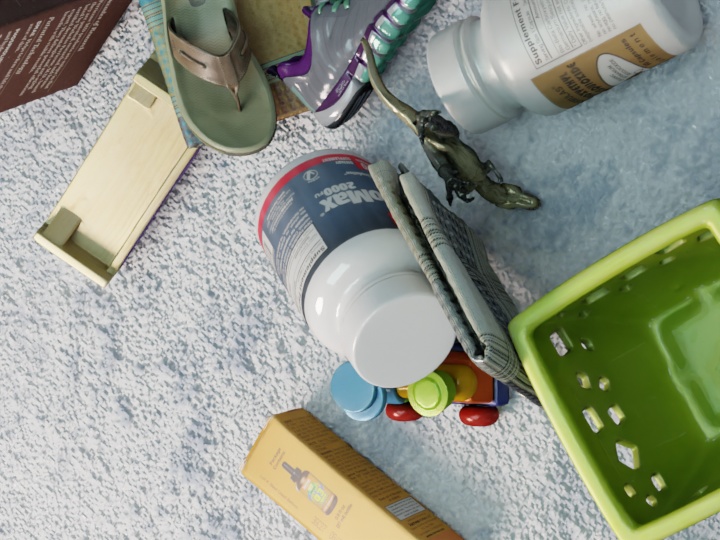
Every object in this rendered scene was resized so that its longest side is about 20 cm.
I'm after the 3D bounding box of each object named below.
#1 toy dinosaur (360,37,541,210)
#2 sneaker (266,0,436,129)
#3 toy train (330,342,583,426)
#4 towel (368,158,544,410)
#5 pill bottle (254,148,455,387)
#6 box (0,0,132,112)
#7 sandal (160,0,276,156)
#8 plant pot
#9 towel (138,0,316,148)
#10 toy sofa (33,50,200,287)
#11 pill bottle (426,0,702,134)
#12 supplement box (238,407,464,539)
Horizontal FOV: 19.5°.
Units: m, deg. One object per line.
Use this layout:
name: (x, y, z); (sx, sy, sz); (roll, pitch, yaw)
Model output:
toy dinosaur: (0.065, -0.102, 1.684); (0.047, 0.088, 0.200); (-43, 102, 12)
sneaker: (0.001, -0.216, 1.736); (0.087, 0.074, 0.200); (38, 109, 5)
toy train: (0.082, 0.092, 1.716); (0.199, 0.116, 0.085); (2, 98, 28)
towel: (0.091, 0.011, 1.638); (0.034, 0.192, 0.201); (-35, 62, 12)
pill bottle: (0.000, 0.000, 1.700); (0.120, 0.119, 0.200); (-59, 37, 21)
box: (-0.330, -0.245, 1.827); (0.166, 0.200, 0.164); (52, 135, 10)
sandal: (-0.128, -0.191, 1.756); (0.079, 0.057, 0.202); (-18, 89, -4)
plant pot: (0.262, 0.069, 1.579); (0.199, 0.181, 0.200); (-32, 80, 28)
towel: (-0.111, -0.220, 1.798); (0.146, 0.022, 0.201); (-17, 89, -4)
toy sofa: (-0.202, -0.093, 1.877); (0.083, 0.098, 0.200); (34, 112, -4)
pill bottle: (0.157, -0.186, 1.643); (0.199, 0.114, 0.115); (-25, 84, 28)
supplement box: (-0.007, 0.203, 1.807); (0.200, 0.069, 0.067); (38, 111, 18)
